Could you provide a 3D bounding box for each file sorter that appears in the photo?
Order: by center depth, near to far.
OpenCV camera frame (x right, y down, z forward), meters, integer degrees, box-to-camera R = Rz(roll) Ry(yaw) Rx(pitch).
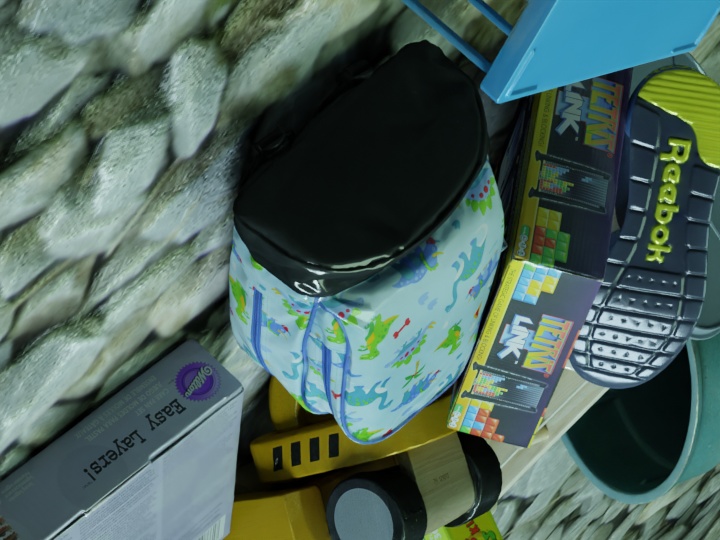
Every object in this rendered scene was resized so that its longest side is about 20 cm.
[{"bbox_3d":[0.110,-0.186,1.214,0.199,0.123,0.139,-18,146,-53],"label":"file sorter"}]

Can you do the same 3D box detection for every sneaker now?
[{"bbox_3d":[0.171,-0.027,1.469,0.082,0.073,0.201,-90,-166,-72],"label":"sneaker"}]

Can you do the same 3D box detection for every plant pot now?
[{"bbox_3d":[0.256,0.046,1.756,0.195,0.201,0.201,-10,144,-26],"label":"plant pot"}]

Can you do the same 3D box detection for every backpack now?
[{"bbox_3d":[0.000,0.000,1.345,0.163,0.154,0.200,-43,175,-30],"label":"backpack"}]

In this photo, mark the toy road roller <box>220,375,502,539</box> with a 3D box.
[{"bbox_3d":[-0.020,0.105,1.546,0.199,0.147,0.123,-15,-177,37],"label":"toy road roller"}]

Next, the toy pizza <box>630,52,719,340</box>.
[{"bbox_3d":[0.196,-0.054,1.608,0.032,0.202,0.200,-12,-179,32],"label":"toy pizza"}]

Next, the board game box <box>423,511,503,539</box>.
[{"bbox_3d":[0.012,0.203,1.667,0.047,0.102,0.200,-17,168,-45],"label":"board game box"}]

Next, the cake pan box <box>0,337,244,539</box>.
[{"bbox_3d":[-0.149,0.148,1.417,0.200,0.052,0.185,-38,160,-24],"label":"cake pan box"}]

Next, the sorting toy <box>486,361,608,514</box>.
[{"bbox_3d":[0.057,0.085,1.670,0.179,0.107,0.200,-9,150,-41],"label":"sorting toy"}]

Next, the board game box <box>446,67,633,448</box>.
[{"bbox_3d":[0.107,-0.026,1.460,0.166,0.056,0.201,109,-5,-51],"label":"board game box"}]
